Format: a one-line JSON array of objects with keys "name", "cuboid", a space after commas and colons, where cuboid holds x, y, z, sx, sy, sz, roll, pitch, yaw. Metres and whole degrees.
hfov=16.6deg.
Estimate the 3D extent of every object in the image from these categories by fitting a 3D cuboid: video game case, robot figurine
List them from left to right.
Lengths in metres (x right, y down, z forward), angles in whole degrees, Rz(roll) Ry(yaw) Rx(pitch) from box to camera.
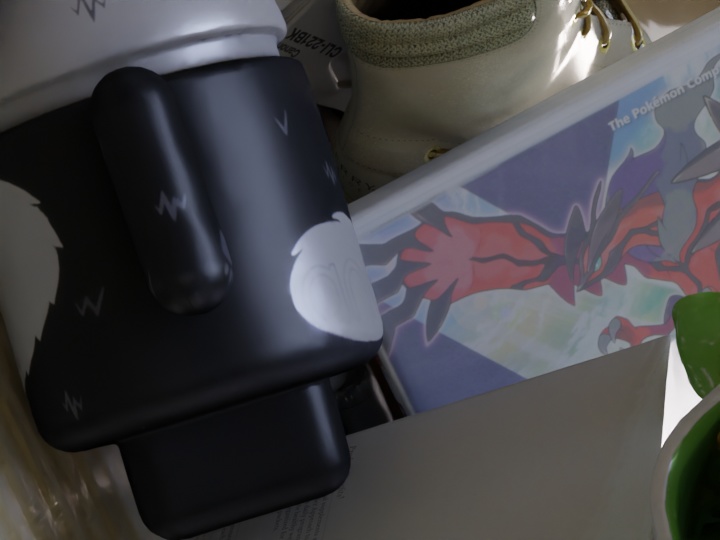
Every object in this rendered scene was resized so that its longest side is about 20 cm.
[{"name": "robot figurine", "cuboid": [-0.067, -0.012, 0.829, 0.125, 0.150, 0.200, -14, 86, -46]}, {"name": "video game case", "cuboid": [0.108, 0.016, 0.927, 0.182, 0.200, 0.023, 64, -6, -19]}]

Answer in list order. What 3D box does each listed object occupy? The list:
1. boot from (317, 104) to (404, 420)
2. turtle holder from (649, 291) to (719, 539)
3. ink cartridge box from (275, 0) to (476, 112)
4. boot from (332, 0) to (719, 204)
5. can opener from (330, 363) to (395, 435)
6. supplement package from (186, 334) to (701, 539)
[{"name": "boot", "cuboid": [0.000, 0.000, 1.044, 0.146, 0.070, 0.200, -91, 159, -52]}, {"name": "turtle holder", "cuboid": [0.156, 0.074, 0.731, 0.132, 0.141, 0.186, 33, 50, -29]}, {"name": "ink cartridge box", "cuboid": [-0.037, -0.167, 0.986, 0.200, 0.084, 0.144, 58, 18, 20]}, {"name": "boot", "cuboid": [0.076, -0.103, 0.926, 0.072, 0.200, 0.155, 54, -16, 25]}, {"name": "can opener", "cuboid": [-0.013, 0.061, 0.954, 0.067, 0.053, 0.200, -113, 179, -59]}, {"name": "supplement package", "cuboid": [0.040, 0.158, 0.835, 0.147, 0.200, 0.191, 57, 27, -29]}]
